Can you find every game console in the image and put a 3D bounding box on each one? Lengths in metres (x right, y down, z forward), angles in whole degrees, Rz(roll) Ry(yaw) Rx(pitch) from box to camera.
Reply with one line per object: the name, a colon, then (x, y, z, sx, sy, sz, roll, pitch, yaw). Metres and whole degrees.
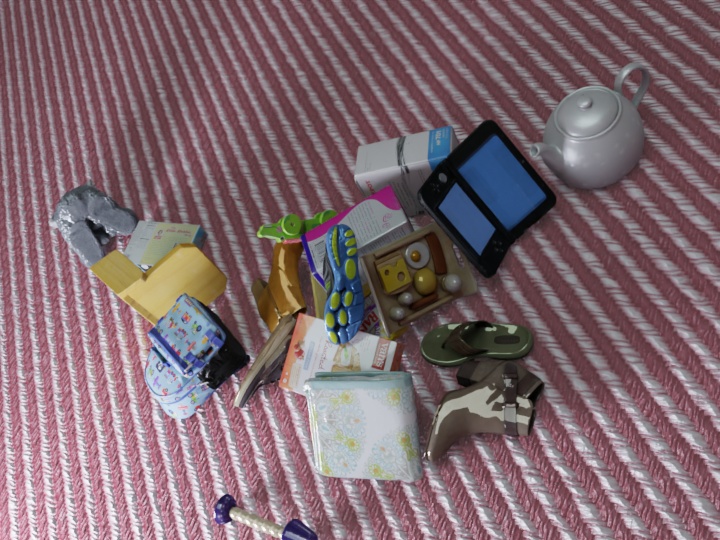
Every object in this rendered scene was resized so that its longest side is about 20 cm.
game console: (0.223, -0.125, 1.271, 0.116, 0.200, 0.177, -35, 11, 46)

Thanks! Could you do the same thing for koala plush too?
koala plush: (-0.681, -0.142, 1.789, 0.178, 0.185, 0.199, -47, 39, -9)

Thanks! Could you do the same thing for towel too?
towel: (0.003, 0.255, 1.198, 0.195, 0.048, 0.176, -4, 100, 25)

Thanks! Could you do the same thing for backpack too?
backpack: (-0.346, 0.175, 1.427, 0.200, 0.135, 0.182, -46, 50, -4)

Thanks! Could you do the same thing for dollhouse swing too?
dollhouse swing: (-0.412, 0.013, 1.519, 0.180, 0.201, 0.177, 31, 76, 37)

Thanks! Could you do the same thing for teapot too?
teapot: (0.419, -0.262, 1.313, 0.192, 0.147, 0.204, 0, 59, 26)

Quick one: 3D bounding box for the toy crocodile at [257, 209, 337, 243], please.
toy crocodile: (-0.103, -0.079, 1.401, 0.195, 0.067, 0.064, -8, 91, -22)

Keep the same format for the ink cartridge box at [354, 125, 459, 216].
ink cartridge box: (0.104, -0.185, 1.420, 0.195, 0.147, 0.088, -7, 54, 22)

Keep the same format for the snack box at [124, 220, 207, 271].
snack box: (-0.460, -0.053, 1.691, 0.195, 0.037, 0.119, 6, 63, 30)

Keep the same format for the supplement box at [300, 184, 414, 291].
supplement box: (0.003, -0.051, 1.354, 0.197, 0.104, 0.103, -29, 50, 9)

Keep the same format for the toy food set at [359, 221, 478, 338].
toy food set: (0.102, 0.010, 1.266, 0.196, 0.147, 0.060, -24, 6, -22)

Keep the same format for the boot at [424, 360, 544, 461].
boot: (0.202, 0.231, 1.155, 0.143, 0.071, 0.203, 15, 68, 31)

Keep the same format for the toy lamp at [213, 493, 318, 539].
toy lamp: (-0.159, 0.429, 1.217, 0.195, 0.058, 0.059, 7, 63, 30)

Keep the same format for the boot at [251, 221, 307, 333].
boot: (-0.135, 0.022, 1.442, 0.203, 0.070, 0.145, -53, 49, 16)

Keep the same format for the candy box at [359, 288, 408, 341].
candy box: (-0.016, 0.130, 1.323, 0.199, 0.026, 0.103, -42, 72, 7)

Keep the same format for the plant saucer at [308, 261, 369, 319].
plant saucer: (0.000, 0.000, 1.419, 0.195, 0.049, 0.204, -21, 53, 13)

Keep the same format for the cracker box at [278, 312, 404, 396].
cracker box: (-0.033, 0.168, 1.276, 0.195, 0.058, 0.138, 14, 84, 21)

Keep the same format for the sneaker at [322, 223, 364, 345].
sneaker: (-0.030, 0.025, 1.252, 0.069, 0.083, 0.206, -1, 84, -4)

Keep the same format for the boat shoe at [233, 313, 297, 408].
boat shoe: (-0.169, 0.181, 1.375, 0.203, 0.064, 0.072, -57, 8, -1)

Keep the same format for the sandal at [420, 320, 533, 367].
sandal: (0.195, 0.114, 1.240, 0.196, 0.058, 0.082, -9, 56, 22)
